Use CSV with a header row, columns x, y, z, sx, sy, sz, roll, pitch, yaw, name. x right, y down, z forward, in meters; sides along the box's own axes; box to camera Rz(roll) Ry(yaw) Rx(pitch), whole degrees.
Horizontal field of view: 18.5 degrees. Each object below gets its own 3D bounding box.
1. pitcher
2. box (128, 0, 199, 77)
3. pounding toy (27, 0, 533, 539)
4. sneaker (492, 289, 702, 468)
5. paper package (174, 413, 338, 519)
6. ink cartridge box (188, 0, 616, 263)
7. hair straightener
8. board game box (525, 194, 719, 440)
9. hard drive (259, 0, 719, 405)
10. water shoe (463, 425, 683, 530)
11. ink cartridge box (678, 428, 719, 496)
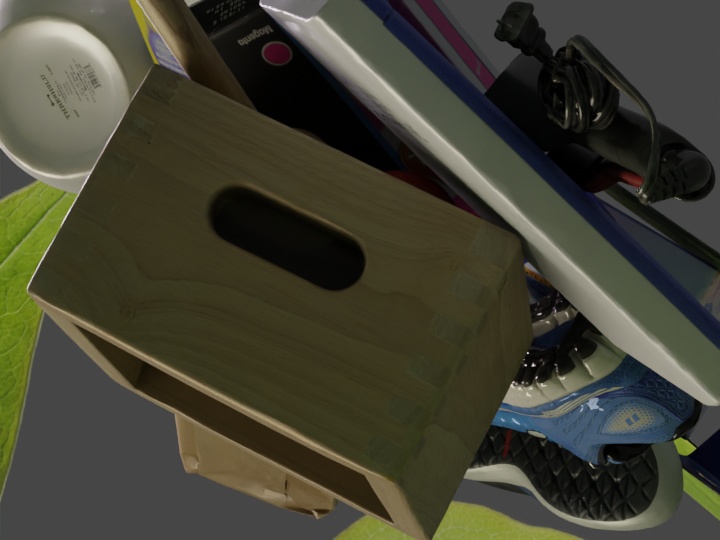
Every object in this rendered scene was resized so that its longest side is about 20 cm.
x,y,z,sx,sy,sz,roll,pitch,yaw,name
-0.130,-0.132,1.136,0.172,0.121,0.200,57,-157,-6,pitcher
-0.057,-0.117,0.984,0.117,0.048,0.201,28,145,47,box
-0.035,-0.013,0.865,0.199,0.143,0.184,26,169,12,pounding toy
0.092,0.056,1.025,0.089,0.079,0.200,40,169,-14,sneaker
-0.033,0.009,1.292,0.103,0.201,0.191,15,152,8,paper package
0.019,-0.056,0.938,0.200,0.094,0.037,46,-148,-35,ink cartridge box
0.070,-0.055,0.770,0.077,0.041,0.200,42,-175,-13,hair straightener
0.087,-0.005,1.104,0.199,0.041,0.200,32,170,17,board game box
0.050,-0.036,0.819,0.200,0.025,0.132,43,180,-14,hard drive
0.121,0.096,1.195,0.079,0.072,0.200,16,179,-33,water shoe
0.253,0.132,1.168,0.199,0.039,0.099,29,-176,-22,ink cartridge box
